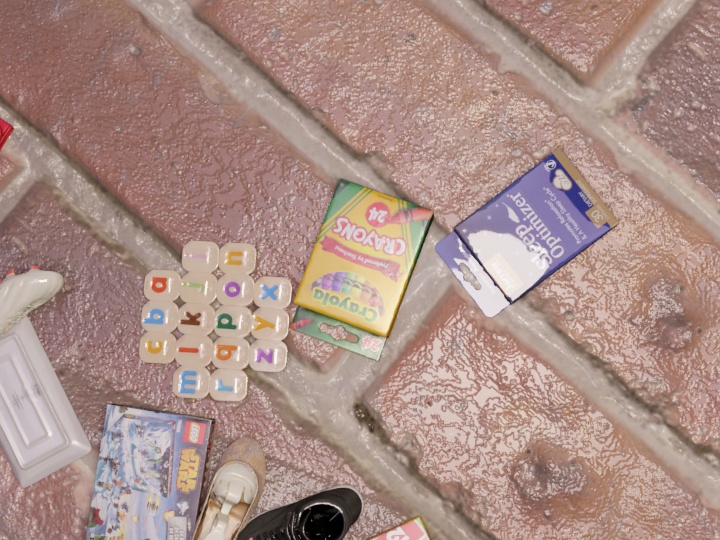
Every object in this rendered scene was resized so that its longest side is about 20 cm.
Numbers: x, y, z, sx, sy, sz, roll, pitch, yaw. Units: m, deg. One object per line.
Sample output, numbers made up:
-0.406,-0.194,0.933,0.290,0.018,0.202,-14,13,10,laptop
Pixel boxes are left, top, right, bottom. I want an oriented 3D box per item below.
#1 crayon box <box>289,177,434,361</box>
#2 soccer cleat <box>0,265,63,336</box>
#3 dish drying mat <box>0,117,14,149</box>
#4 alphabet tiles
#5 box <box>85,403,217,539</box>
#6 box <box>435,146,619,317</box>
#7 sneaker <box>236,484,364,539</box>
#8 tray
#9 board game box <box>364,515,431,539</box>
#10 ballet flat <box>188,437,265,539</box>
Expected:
0.000,0.000,1.512,0.127,0.051,0.200,19,88,6,crayon box
-0.462,0.058,1.541,0.200,0.069,0.078,-21,65,11,soccer cleat
-0.558,-0.210,1.601,0.200,0.018,0.077,32,90,7,dish drying mat
-0.183,0.063,1.538,0.195,0.015,0.200,2,85,11,alphabet tiles
-0.263,0.275,1.518,0.137,0.040,0.200,8,86,7,box
0.204,-0.045,1.506,0.200,0.032,0.121,-38,83,2,box
-0.092,0.321,1.468,0.200,0.099,0.071,-27,85,4,sneaker
-0.434,0.167,1.554,0.107,0.022,0.200,-28,83,2,tray
0.002,0.386,1.491,0.200,0.030,0.096,-25,83,5,board game box
-0.163,0.295,1.472,0.068,0.067,0.200,21,73,-4,ballet flat
